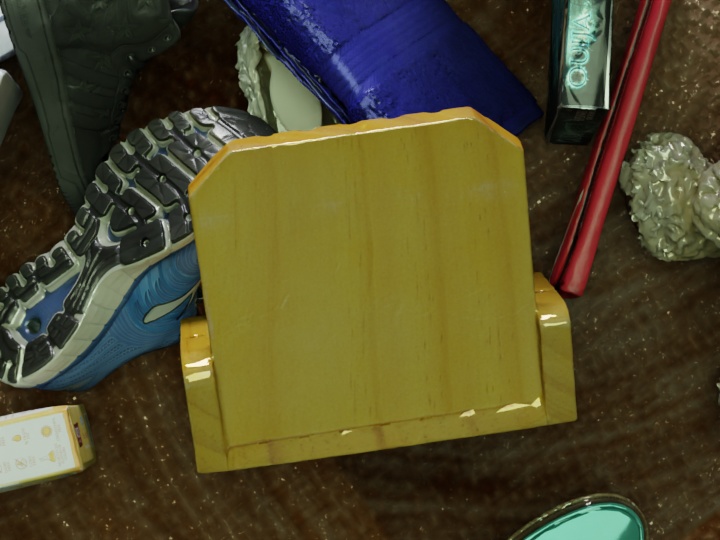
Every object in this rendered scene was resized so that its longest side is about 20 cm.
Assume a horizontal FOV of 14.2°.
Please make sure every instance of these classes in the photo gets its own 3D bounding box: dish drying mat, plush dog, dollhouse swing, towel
[{"bbox_3d":[0.141,-0.082,1.600,0.018,0.077,0.201,17,87,1],"label":"dish drying mat"},{"bbox_3d":[0.248,-0.009,1.553,0.160,0.172,0.200,-25,88,-3],"label":"plush dog"},{"bbox_3d":[0.000,0.000,1.523,0.199,0.182,0.176,-9,100,-2],"label":"dollhouse swing"},{"bbox_3d":[0.002,-0.127,1.577,0.050,0.148,0.200,-40,90,31],"label":"towel"}]

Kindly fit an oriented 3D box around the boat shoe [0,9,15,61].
[{"bbox_3d":[-0.139,-0.190,1.596,0.200,0.074,0.065,-32,93,-4],"label":"boat shoe"}]

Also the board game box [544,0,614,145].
[{"bbox_3d":[0.118,-0.142,1.540,0.028,0.200,0.136,4,87,2],"label":"board game box"}]

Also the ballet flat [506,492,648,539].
[{"bbox_3d":[0.077,0.198,1.592,0.200,0.065,0.071,-42,89,-6],"label":"ballet flat"}]

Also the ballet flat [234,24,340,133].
[{"bbox_3d":[-0.023,-0.050,1.599,0.072,0.072,0.201,-22,89,-3],"label":"ballet flat"}]

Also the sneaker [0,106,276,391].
[{"bbox_3d":[-0.116,-0.009,1.582,0.200,0.089,0.079,-43,60,12],"label":"sneaker"}]

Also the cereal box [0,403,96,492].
[{"bbox_3d":[-0.244,0.110,1.545,0.199,0.144,0.040,-13,89,-2],"label":"cereal box"}]

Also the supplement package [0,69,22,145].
[{"bbox_3d":[-0.312,-0.052,1.547,0.199,0.147,0.192,22,87,-2],"label":"supplement package"}]

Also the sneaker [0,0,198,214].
[{"bbox_3d":[-0.131,-0.122,1.556,0.104,0.060,0.200,-16,125,0],"label":"sneaker"}]
